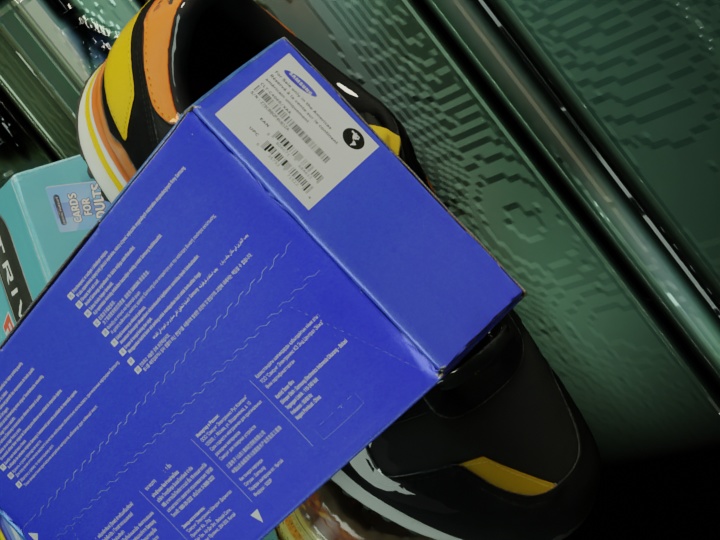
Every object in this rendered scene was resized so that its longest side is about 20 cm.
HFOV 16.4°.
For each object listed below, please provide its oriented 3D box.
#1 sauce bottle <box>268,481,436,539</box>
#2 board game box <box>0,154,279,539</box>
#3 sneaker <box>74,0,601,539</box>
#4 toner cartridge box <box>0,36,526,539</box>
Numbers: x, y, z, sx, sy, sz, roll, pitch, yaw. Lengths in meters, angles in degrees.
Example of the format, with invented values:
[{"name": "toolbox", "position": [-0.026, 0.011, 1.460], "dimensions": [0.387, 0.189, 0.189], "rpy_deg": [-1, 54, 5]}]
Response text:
[{"name": "sauce bottle", "position": [-0.014, 0.101, 0.877], "dimensions": [0.066, 0.066, 0.200], "rpy_deg": [42, 150, 7]}, {"name": "board game box", "position": [-0.106, 0.055, 0.896], "dimensions": [0.200, 0.047, 0.151], "rpy_deg": [-32, 78, 64]}, {"name": "sneaker", "position": [0.000, 0.000, 0.720], "dimensions": [0.200, 0.070, 0.090], "rpy_deg": [47, 154, 1]}, {"name": "toner cartridge box", "position": [-0.045, 0.028, 0.707], "dimensions": [0.095, 0.043, 0.200], "rpy_deg": [48, 139, 2]}]
